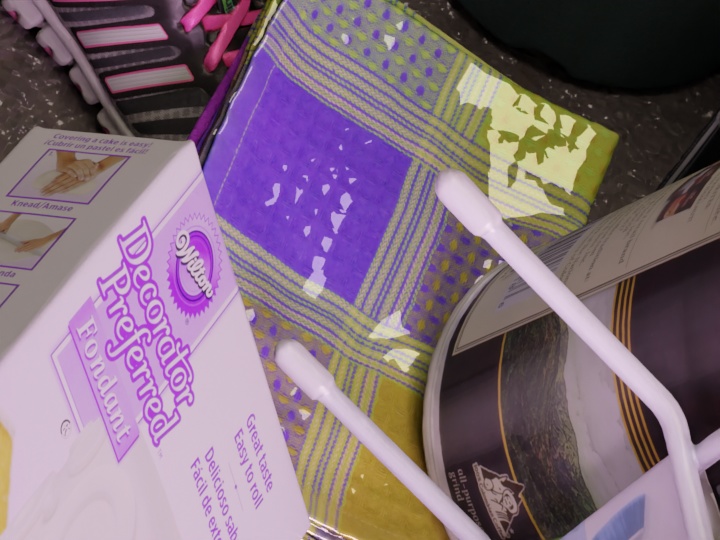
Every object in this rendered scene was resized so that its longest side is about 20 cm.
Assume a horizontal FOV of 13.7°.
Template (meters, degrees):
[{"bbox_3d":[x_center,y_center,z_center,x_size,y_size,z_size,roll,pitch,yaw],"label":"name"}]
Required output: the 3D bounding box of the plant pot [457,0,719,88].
[{"bbox_3d":[0.119,-0.182,1.105,0.200,0.196,0.201,12,51,-15],"label":"plant pot"}]

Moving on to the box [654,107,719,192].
[{"bbox_3d":[0.230,-0.078,1.073,0.124,0.200,0.197,41,51,8],"label":"box"}]

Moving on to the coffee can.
[{"bbox_3d":[0.132,0.035,0.921,0.146,0.200,0.147,10,70,-28],"label":"coffee can"}]

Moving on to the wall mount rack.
[{"bbox_3d":[0.045,0.076,0.869,0.074,0.200,0.174,1,63,-28],"label":"wall mount rack"}]

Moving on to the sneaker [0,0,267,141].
[{"bbox_3d":[-0.063,-0.096,1.034,0.200,0.088,0.074,45,51,12],"label":"sneaker"}]

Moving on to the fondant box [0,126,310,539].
[{"bbox_3d":[-0.096,0.075,0.818,0.058,0.145,0.200,4,38,28],"label":"fondant box"}]

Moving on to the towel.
[{"bbox_3d":[0.000,0.000,0.988,0.143,0.023,0.200,33,61,-15],"label":"towel"}]
